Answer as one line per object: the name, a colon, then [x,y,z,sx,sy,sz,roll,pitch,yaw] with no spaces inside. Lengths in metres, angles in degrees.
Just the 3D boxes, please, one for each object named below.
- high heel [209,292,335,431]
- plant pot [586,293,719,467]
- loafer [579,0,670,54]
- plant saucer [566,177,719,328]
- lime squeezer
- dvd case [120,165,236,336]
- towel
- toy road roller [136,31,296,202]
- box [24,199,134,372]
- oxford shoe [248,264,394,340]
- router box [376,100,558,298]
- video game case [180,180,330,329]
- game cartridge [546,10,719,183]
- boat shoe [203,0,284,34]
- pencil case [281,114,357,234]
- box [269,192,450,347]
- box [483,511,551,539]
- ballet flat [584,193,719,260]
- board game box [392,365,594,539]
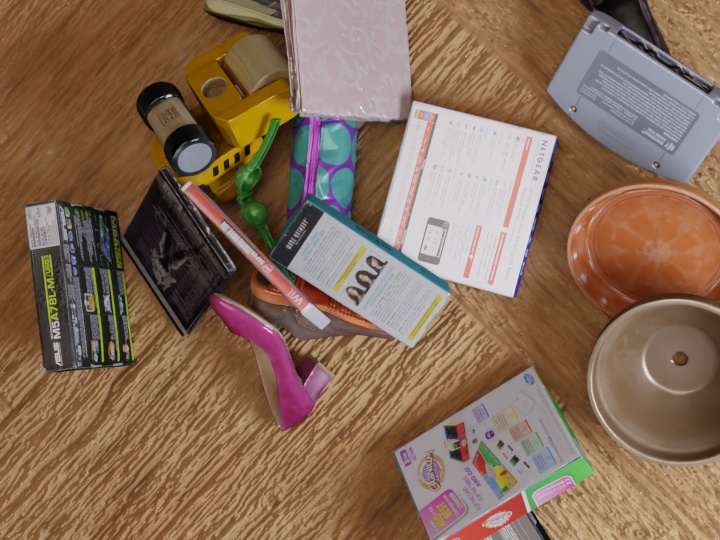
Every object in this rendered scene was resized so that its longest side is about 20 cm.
high heel: [-0.125,0.109,1.668,0.096,0.200,0.067,-51,35,-2]
plant pot: [0.360,0.113,1.585,0.201,0.093,0.201,4,109,13]
loafer: [0.306,-0.310,1.642,0.072,0.063,0.200,-30,82,8]
plant saucer: [0.336,-0.020,1.592,0.200,0.032,0.200,11,129,15]
lime squeezer: [-0.114,-0.084,1.662,0.071,0.038,0.200,2,109,19]
dvd case: [-0.222,-0.019,1.685,0.016,0.200,0.149,-29,80,-33]
towel: [-0.016,-0.270,1.647,0.032,0.200,0.191,-6,87,42]
toy road roller: [-0.159,-0.175,1.688,0.200,0.146,0.123,-33,53,-4]
box: [-0.335,0.021,1.689,0.047,0.193,0.200,-8,87,9]
oxford shoe: [-0.039,0.051,1.704,0.200,0.071,0.073,17,129,3]
router box: [0.124,-0.084,1.675,0.179,0.049,0.200,16,91,11]
video game case: [-0.117,-0.015,1.597,0.017,0.143,0.200,-45,78,-2]
game cartridge: [0.319,-0.194,1.613,0.200,0.040,0.133,36,130,8]
boat shoe: [-0.095,-0.324,1.718,0.201,0.072,0.066,14,95,16]
pencil case: [-0.047,-0.134,1.690,0.085,0.092,0.200,2,87,14]
box: [0.000,0.000,1.630,0.200,0.049,0.082,33,102,-7]
box: [0.178,0.378,1.631,0.141,0.079,0.200,-32,82,5]
ballet flat: [0.356,-0.056,1.620,0.200,0.074,0.074,13,90,11]
board game box: [0.149,0.221,1.619,0.200,0.040,0.153,-32,43,8]
